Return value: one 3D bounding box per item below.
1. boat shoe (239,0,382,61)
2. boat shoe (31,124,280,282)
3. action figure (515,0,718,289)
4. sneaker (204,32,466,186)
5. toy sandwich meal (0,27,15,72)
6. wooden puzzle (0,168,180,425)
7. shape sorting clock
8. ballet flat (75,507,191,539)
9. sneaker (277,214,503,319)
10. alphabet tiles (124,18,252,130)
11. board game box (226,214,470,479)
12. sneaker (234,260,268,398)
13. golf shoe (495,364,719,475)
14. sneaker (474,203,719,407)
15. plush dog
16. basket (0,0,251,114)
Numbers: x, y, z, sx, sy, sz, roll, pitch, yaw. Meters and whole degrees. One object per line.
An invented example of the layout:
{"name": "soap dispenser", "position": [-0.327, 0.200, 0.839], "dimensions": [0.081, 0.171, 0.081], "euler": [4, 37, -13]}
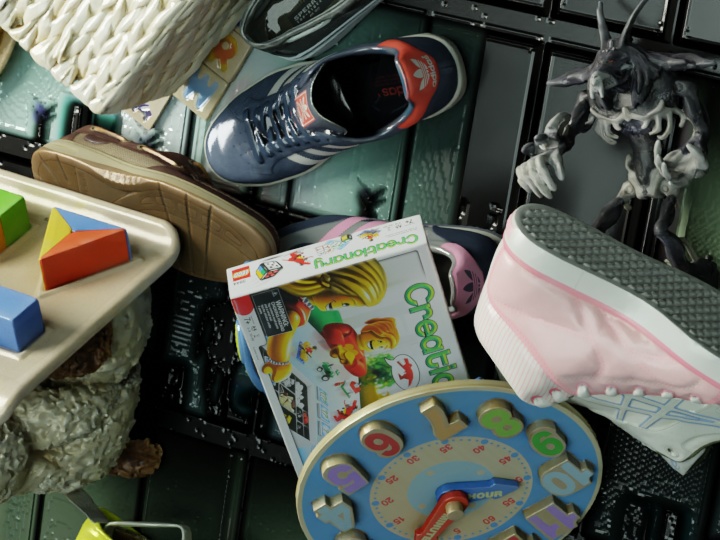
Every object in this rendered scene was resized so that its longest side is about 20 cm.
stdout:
{"name": "boat shoe", "position": [0.000, -0.206, 1.516], "dimensions": [0.072, 0.071, 0.200], "euler": [48, 115, 11]}
{"name": "boat shoe", "position": [-0.130, -0.054, 1.608], "dimensions": [0.200, 0.072, 0.072], "euler": [20, 132, 28]}
{"name": "action figure", "position": [0.167, -0.066, 1.445], "dimensions": [0.119, 0.102, 0.200], "euler": [-7, 100, 29]}
{"name": "sneaker", "position": [-0.032, -0.106, 1.543], "dimensions": [0.200, 0.085, 0.075], "euler": [-22, 89, 28]}
{"name": "toy sandwich meal", "position": [-0.327, -0.206, 1.677], "dimensions": [0.205, 0.070, 0.205], "euler": [5, 102, 25]}
{"name": "wooden puzzle", "position": [-0.247, 0.004, 1.541], "dimensions": [0.185, 0.200, 0.046], "euler": [17, 136, 28]}
{"name": "shape sorting clock", "position": [0.058, 0.142, 1.506], "dimensions": [0.200, 0.200, 0.039], "euler": [-39, 43, 27]}
{"name": "ballet flat", "position": [-0.119, 0.218, 1.662], "dimensions": [0.200, 0.067, 0.067], "euler": [17, 93, 24]}
{"name": "sneaker", "position": [0.000, 0.000, 1.548], "dimensions": [0.200, 0.082, 0.070], "euler": [-3, 98, 27]}
{"name": "alphabet tiles", "position": [-0.135, -0.205, 1.619], "dimensions": [0.166, 0.006, 0.200], "euler": [40, 114, 15]}
{"name": "board game box", "position": [0.003, 0.065, 1.489], "dimensions": [0.126, 0.035, 0.200], "euler": [-16, 128, 3]}
{"name": "sneaker", "position": [-0.024, 0.068, 1.562], "dimensions": [0.083, 0.071, 0.200], "euler": [-24, 116, 14]}
{"name": "golf shoe", "position": [0.182, 0.086, 1.483], "dimensions": [0.200, 0.078, 0.097], "euler": [0, 105, 27]}
{"name": "sneaker", "position": [0.160, 0.050, 1.412], "dimensions": [0.200, 0.075, 0.105], "euler": [30, 120, 5]}
{"name": "plush dog", "position": [-0.196, 0.062, 1.627], "dimensions": [0.160, 0.200, 0.172], "euler": [15, 120, -11]}
{"name": "basket", "position": [-0.134, -0.211, 1.542], "dimensions": [0.123, 0.136, 0.200], "euler": [47, 115, 7]}
